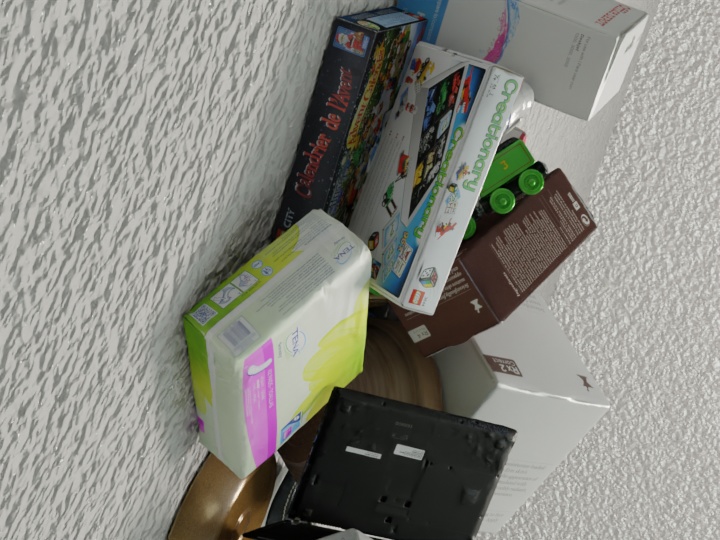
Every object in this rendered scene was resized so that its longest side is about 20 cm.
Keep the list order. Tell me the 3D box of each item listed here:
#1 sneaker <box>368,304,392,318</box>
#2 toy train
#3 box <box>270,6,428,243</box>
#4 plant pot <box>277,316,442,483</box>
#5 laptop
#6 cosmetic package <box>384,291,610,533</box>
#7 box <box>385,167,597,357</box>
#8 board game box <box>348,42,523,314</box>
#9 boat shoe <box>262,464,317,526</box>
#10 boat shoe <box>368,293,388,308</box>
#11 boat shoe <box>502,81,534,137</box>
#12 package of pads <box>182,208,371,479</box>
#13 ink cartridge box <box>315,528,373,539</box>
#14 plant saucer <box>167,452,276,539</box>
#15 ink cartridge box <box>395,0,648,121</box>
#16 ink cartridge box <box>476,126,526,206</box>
[{"bbox_3d":[0.012,0.100,1.548,0.111,0.077,0.200,-48,152,-31],"label":"sneaker"},{"bbox_3d":[0.072,-0.048,1.258,0.200,0.057,0.042,-33,-173,4],"label":"toy train"},{"bbox_3d":[-0.008,-0.117,1.206,0.137,0.038,0.201,-36,146,-66],"label":"box"},{"bbox_3d":[-0.022,0.139,1.357,0.092,0.201,0.202,11,104,-37],"label":"plant pot"},{"bbox_3d":[0.014,0.193,1.280,0.103,0.177,0.201,-126,-127,-65],"label":"laptop"},{"bbox_3d":[0.101,0.131,1.415,0.164,0.165,0.200,14,124,-40],"label":"cosmetic package"},{"bbox_3d":[0.121,-0.009,1.302,0.100,0.075,0.200,-28,-171,43],"label":"box"},{"bbox_3d":[0.052,-0.078,1.163,0.126,0.034,0.201,34,-75,59],"label":"board game box"},{"bbox_3d":[-0.073,0.285,1.551,0.076,0.060,0.200,-57,163,-37],"label":"boat shoe"},{"bbox_3d":[0.001,0.000,1.387,0.200,0.072,0.068,-30,111,-76],"label":"boat shoe"},{"bbox_3d":[0.078,-0.118,1.274,0.065,0.074,0.200,-22,-176,-37],"label":"boat shoe"},{"bbox_3d":[-0.062,0.060,1.148,0.154,0.068,0.200,-41,157,-25],"label":"package of pads"},{"bbox_3d":[-0.044,0.295,1.287,0.200,0.173,0.044,46,26,-60],"label":"ink cartridge box"},{"bbox_3d":[-0.125,0.232,1.321,0.201,0.035,0.200,-60,165,-28],"label":"plant saucer"},{"bbox_3d":[0.144,-0.218,1.288,0.145,0.199,0.085,-40,150,-62],"label":"ink cartridge box"},{"bbox_3d":[0.105,-0.055,1.507,0.147,0.083,0.200,-62,166,-21],"label":"ink cartridge box"}]
